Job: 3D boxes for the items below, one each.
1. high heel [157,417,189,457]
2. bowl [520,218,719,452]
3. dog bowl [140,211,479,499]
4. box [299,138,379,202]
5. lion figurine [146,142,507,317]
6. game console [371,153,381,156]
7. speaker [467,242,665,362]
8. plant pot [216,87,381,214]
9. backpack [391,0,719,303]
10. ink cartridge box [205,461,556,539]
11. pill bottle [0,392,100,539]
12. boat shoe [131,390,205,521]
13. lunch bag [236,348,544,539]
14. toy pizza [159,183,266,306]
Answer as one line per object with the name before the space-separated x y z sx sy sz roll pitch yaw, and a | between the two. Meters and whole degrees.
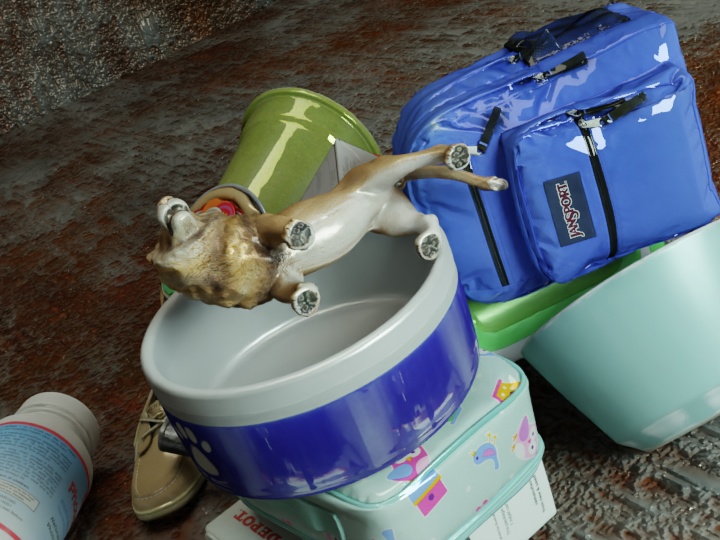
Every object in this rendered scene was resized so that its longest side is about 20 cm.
high heel | -0.076 0.100 0.933 0.141 0.072 0.201 12 48 14
bowl | 0.223 0.053 0.726 0.199 0.106 0.201 -26 -17 -9
dog bowl | -0.029 0.044 0.646 0.198 0.079 0.201 -18 26 9
box | -0.037 0.009 0.858 0.201 0.060 0.117 -56 25 33
lion figurine | -0.022 -0.027 0.625 0.198 0.073 0.122 -18 15 -25
game console | 0.000 0.000 0.901 0.031 0.178 0.200 20 15 -20
speaker | 0.132 0.015 0.804 0.198 0.089 0.088 -25 25 -11
plant pot | -0.094 -0.080 1.243 0.199 0.201 0.185 -3 42 35
backpack | 0.122 -0.073 0.695 0.198 0.164 0.168 -19 17 4
ink cartridge box | 0.014 0.174 0.728 0.199 0.084 0.146 -33 28 -26
pill bottle | -0.298 0.196 0.905 0.108 0.110 0.201 -14 25 16
boat shoe | -0.178 0.148 0.959 0.071 0.066 0.201 -17 25 10
lunch bag | 0.004 0.109 0.676 0.160 0.078 0.199 -38 30 -28
toy pizza | -0.162 0.004 1.120 0.032 0.203 0.199 12 -3 -42
